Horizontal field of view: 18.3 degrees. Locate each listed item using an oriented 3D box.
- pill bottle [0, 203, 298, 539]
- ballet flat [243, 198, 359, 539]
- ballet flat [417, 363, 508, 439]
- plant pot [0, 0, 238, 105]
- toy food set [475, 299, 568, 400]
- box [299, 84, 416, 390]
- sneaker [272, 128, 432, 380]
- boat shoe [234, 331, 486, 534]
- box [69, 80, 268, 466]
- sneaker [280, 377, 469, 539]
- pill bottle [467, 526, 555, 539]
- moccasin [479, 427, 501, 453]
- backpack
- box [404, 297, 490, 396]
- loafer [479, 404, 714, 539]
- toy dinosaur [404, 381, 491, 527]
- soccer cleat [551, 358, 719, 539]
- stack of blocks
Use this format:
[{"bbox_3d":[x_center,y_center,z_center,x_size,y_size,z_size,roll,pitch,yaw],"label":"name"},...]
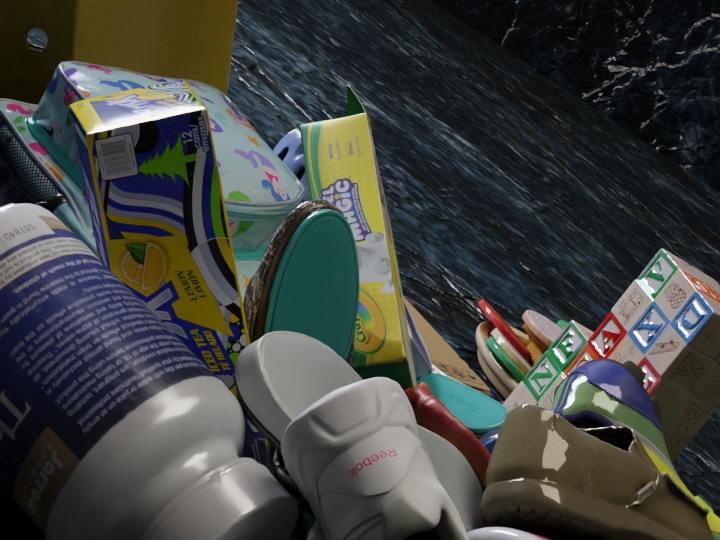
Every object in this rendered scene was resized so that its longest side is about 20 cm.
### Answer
[{"bbox_3d":[-0.125,0.071,1.049,0.200,0.111,0.111,43,15,22],"label":"pill bottle"},{"bbox_3d":[-0.037,0.061,1.198,0.068,0.201,0.075,-10,10,-33],"label":"ballet flat"},{"bbox_3d":[0.024,0.084,1.465,0.069,0.070,0.200,21,12,-48],"label":"ballet flat"},{"bbox_3d":[-0.201,-0.174,1.417,0.199,0.201,0.176,16,24,16],"label":"plant pot"},{"bbox_3d":[0.172,0.098,1.816,0.198,0.049,0.200,46,17,31],"label":"toy food set"},{"bbox_3d":[0.000,0.000,1.327,0.118,0.048,0.201,77,5,-55],"label":"box"},{"bbox_3d":[-0.042,0.012,1.452,0.200,0.115,0.081,58,-1,32],"label":"sneaker"},{"bbox_3d":[-0.011,0.097,1.117,0.200,0.063,0.071,40,31,-46],"label":"boat shoe"},{"bbox_3d":[-0.096,0.011,1.140,0.064,0.201,0.070,-12,19,-11],"label":"box"},{"bbox_3d":[0.018,0.139,1.038,0.100,0.078,0.200,62,-2,35],"label":"sneaker"},{"bbox_3d":[0.121,0.210,1.189,0.200,0.120,0.120,22,21,-47],"label":"pill bottle"},{"bbox_3d":[0.132,0.178,1.400,0.200,0.080,0.068,55,19,-14],"label":"moccasin"},{"bbox_3d":[-0.119,-0.018,1.286,0.177,0.151,0.200,5,41,-46],"label":"backpack"},{"bbox_3d":[-0.008,0.030,1.646,0.200,0.021,0.164,19,23,-52],"label":"box"},{"bbox_3d":[0.136,0.120,1.214,0.076,0.068,0.200,-5,-18,33],"label":"loafer"},{"bbox_3d":[0.082,0.128,1.281,0.182,0.199,0.105,86,-16,-45],"label":"toy dinosaur"},{"bbox_3d":[0.173,0.149,1.357,0.084,0.065,0.201,-41,105,-45],"label":"soccer cleat"},{"bbox_3d":[0.178,0.086,1.555,0.058,0.200,0.115,27,18,-33],"label":"stack of blocks"}]
